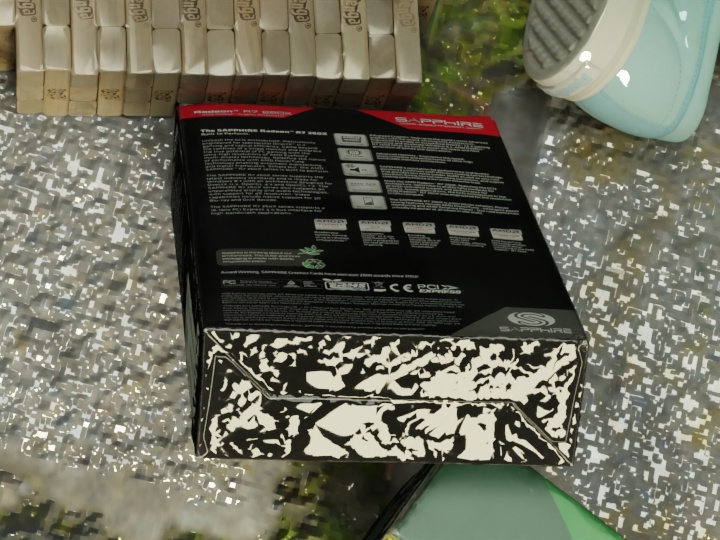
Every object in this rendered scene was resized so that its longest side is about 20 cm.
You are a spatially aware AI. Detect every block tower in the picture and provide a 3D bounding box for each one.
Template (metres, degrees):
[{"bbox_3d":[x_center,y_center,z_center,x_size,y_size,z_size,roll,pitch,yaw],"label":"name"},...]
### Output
[{"bbox_3d":[-0.070,-0.090,0.950,0.199,0.054,0.058,-1,77,-8],"label":"block tower"}]

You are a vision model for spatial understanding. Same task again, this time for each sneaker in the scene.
[{"bbox_3d":[0.126,-0.139,0.993,0.082,0.074,0.201,32,69,-27],"label":"sneaker"}]

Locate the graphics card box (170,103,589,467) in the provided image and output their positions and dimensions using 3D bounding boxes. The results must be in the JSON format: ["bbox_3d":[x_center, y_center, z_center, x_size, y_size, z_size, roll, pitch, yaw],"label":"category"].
[{"bbox_3d":[0.000,0.000,0.872,0.125,0.200,0.051,2,113,-8],"label":"graphics card box"}]

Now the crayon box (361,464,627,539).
[{"bbox_3d":[0.092,0.141,0.878,0.200,0.127,0.051,37,74,1],"label":"crayon box"}]
